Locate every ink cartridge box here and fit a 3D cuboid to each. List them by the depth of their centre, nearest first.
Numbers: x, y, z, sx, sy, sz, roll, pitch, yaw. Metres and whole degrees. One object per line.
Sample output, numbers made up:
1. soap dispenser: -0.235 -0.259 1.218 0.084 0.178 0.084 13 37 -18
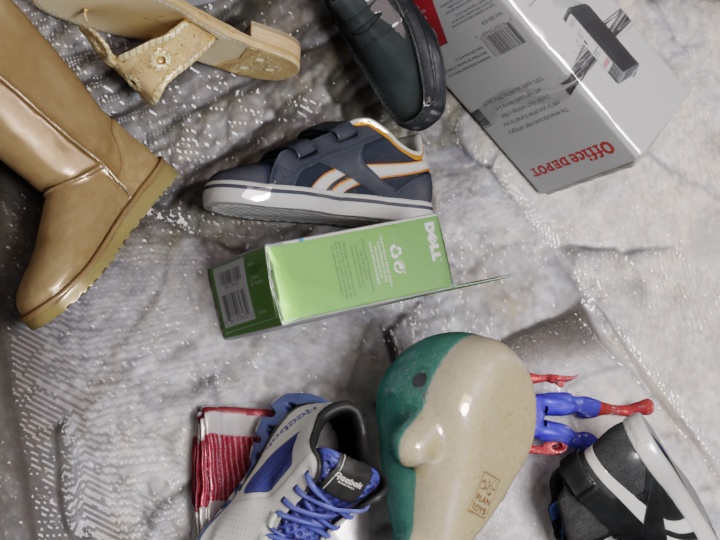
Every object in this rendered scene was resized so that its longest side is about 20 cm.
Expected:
1. ink cartridge box: 0.000 0.000 1.378 0.199 0.104 0.060 -12 87 -29
2. ink cartridge box: 0.139 -0.169 1.457 0.200 0.144 0.084 48 64 -13

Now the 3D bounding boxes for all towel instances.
1. towel: -0.056 0.201 1.361 0.143 0.023 0.201 5 79 -28

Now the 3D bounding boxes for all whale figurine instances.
1. whale figurine: 0.051 0.142 1.353 0.159 0.103 0.201 31 75 -56

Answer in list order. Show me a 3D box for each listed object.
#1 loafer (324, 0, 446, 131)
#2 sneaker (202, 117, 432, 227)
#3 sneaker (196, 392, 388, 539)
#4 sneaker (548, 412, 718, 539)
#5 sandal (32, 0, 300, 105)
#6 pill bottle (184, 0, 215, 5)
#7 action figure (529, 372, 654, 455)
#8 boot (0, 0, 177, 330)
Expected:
1. loafer: 0.005 -0.198 1.420 0.070 0.068 0.201 -5 69 -53
2. sneaker: -0.032 -0.075 1.390 0.199 0.078 0.080 3 85 -39
3. sneaker: -0.046 0.168 1.294 0.080 0.115 0.200 30 67 -21
4. sneaker: 0.213 0.198 1.484 0.112 0.073 0.200 -29 129 9
5. sandal: -0.137 -0.152 1.348 0.211 0.078 0.070 11 70 -31
6. pill bottle: -0.133 -0.302 1.356 0.111 0.111 0.201 8 78 -26
7. action figure: 0.144 0.115 1.468 0.199 0.052 0.066 9 80 -24
8. boot: -0.245 -0.081 1.289 0.200 0.066 0.175 44 52 -15
